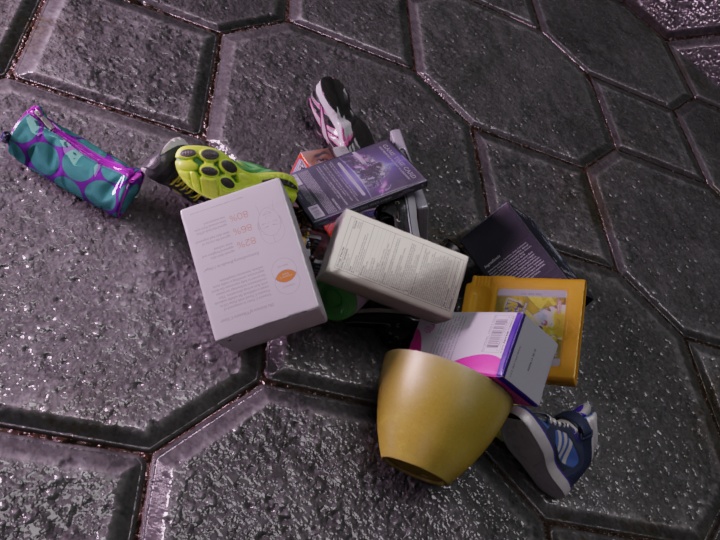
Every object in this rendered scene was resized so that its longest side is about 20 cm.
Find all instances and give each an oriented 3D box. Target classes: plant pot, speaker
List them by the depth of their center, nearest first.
[{"bbox_3d":[0.102,0.222,1.078,0.199,0.200,0.142,27,69,-9],"label":"plant pot"},{"bbox_3d":[0.000,0.000,1.216,0.088,0.089,0.200,40,42,5],"label":"speaker"}]

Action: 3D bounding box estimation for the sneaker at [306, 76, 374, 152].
[{"bbox_3d":[-0.041,-0.274,1.477,0.080,0.086,0.201,-20,87,-39],"label":"sneaker"}]

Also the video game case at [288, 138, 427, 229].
[{"bbox_3d":[-0.011,-0.145,1.223,0.199,0.019,0.143,-21,44,-14],"label":"video game case"}]

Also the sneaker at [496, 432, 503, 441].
[{"bbox_3d":[0.225,0.181,1.247,0.105,0.076,0.201,20,46,-14],"label":"sneaker"}]

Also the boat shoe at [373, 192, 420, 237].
[{"bbox_3d":[0.054,-0.082,1.213,0.056,0.069,0.201,9,51,-28],"label":"boat shoe"}]

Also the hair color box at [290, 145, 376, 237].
[{"bbox_3d":[-0.029,-0.129,1.366,0.111,0.064,0.200,-16,62,-38],"label":"hair color box"}]

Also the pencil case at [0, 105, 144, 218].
[{"bbox_3d":[-0.428,-0.165,1.132,0.199,0.093,0.085,31,44,-6],"label":"pencil case"}]

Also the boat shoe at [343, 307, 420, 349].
[{"bbox_3d":[0.066,0.098,1.228,0.198,0.074,0.066,5,81,-19],"label":"boat shoe"}]

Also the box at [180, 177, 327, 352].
[{"bbox_3d":[-0.150,-0.005,1.079,0.152,0.106,0.201,-18,75,-1],"label":"box"}]

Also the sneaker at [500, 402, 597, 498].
[{"bbox_3d":[0.305,0.244,1.180,0.147,0.080,0.200,-47,119,-28],"label":"sneaker"}]

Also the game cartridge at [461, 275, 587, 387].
[{"bbox_3d":[0.257,0.093,1.219,0.199,0.032,0.177,2,65,24],"label":"game cartridge"}]

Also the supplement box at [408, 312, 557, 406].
[{"bbox_3d":[0.174,0.128,1.117,0.103,0.199,0.102,39,65,-33],"label":"supplement box"}]

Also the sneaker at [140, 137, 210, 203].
[{"bbox_3d":[-0.270,-0.152,1.181,0.085,0.074,0.200,50,11,3],"label":"sneaker"}]

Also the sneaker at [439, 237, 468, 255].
[{"bbox_3d":[0.116,-0.003,1.259,0.075,0.106,0.200,42,16,7],"label":"sneaker"}]

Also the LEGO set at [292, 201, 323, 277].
[{"bbox_3d":[-0.132,-0.053,1.197,0.153,0.116,0.201,18,46,-17],"label":"LEGO set"}]

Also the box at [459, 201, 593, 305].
[{"bbox_3d":[0.305,0.001,1.365,0.200,0.117,0.196,56,17,20],"label":"box"}]

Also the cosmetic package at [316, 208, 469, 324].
[{"bbox_3d":[0.047,-0.003,1.106,0.199,0.073,0.104,22,76,-9],"label":"cosmetic package"}]

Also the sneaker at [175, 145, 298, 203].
[{"bbox_3d":[-0.195,-0.137,1.155,0.199,0.083,0.074,16,90,-33],"label":"sneaker"}]

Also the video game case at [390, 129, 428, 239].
[{"bbox_3d":[0.087,-0.119,1.342,0.022,0.200,0.183,-13,56,-4],"label":"video game case"}]
